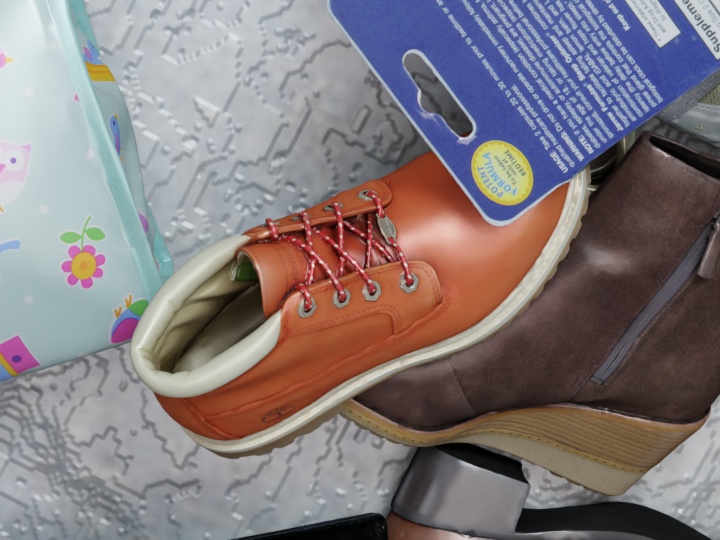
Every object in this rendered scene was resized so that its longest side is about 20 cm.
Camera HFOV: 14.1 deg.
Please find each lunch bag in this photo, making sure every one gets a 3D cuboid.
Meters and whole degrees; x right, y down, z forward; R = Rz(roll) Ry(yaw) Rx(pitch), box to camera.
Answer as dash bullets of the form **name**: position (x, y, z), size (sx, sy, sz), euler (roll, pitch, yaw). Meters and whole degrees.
- **lunch bag**: position (-0.182, -0.054, 1.205), size (0.170, 0.122, 0.201), euler (-19, 106, 1)

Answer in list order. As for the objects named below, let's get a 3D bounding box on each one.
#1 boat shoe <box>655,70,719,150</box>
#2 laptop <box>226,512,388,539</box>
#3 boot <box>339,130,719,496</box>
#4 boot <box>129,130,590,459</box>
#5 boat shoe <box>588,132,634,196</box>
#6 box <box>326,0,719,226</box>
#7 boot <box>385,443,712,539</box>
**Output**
- **boat shoe**: position (0.186, -0.145, 1.230), size (0.065, 0.074, 0.203), euler (22, 105, -23)
- **laptop**: position (-0.091, 0.204, 1.286), size (0.199, 0.116, 0.188), euler (-9, 101, -19)
- **boot**: position (0.076, 0.003, 1.231), size (0.199, 0.072, 0.167), euler (20, 120, -20)
- **boot**: position (0.000, 0.000, 1.153), size (0.200, 0.107, 0.075), euler (-35, 67, 4)
- **boat shoe**: position (0.073, -0.127, 1.233), size (0.072, 0.065, 0.201), euler (-17, 100, 0)
- **box**: position (0.096, -0.121, 1.112), size (0.200, 0.032, 0.121), euler (-36, 107, 8)
- **boot**: position (0.075, 0.196, 1.287), size (0.187, 0.068, 0.201), euler (19, 99, -7)
